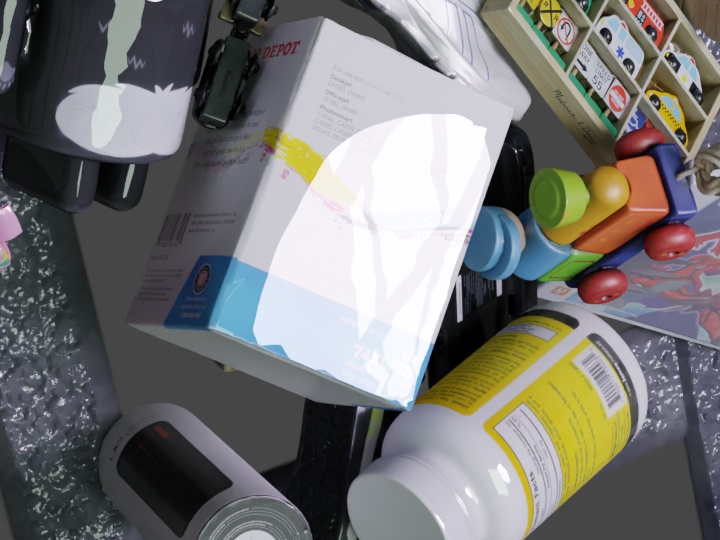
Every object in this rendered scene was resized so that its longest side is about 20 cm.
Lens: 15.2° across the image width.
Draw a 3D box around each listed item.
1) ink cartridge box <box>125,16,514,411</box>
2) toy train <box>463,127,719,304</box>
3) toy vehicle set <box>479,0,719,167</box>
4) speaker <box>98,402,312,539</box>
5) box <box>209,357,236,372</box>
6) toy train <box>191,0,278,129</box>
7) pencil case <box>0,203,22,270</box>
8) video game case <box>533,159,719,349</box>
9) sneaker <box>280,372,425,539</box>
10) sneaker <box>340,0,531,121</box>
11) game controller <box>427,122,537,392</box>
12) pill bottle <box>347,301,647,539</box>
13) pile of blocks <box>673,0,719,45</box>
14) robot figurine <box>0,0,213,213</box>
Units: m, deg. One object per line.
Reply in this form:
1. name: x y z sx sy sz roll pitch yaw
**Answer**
1. ink cartridge box: -0.026 -0.034 1.656 0.145 0.147 0.201 23 81 -23
2. toy train: 0.158 -0.049 1.696 0.115 0.200 0.085 -2 67 -37
3. toy vehicle set: 0.166 -0.147 1.787 0.200 0.026 0.125 49 55 -31
4. speaker: -0.100 0.148 1.686 0.081 0.200 0.082 -6 106 -21
5. box: 0.000 0.000 1.784 0.199 0.032 0.122 -4 109 -27
6. toy train: -0.063 -0.178 1.652 0.034 0.046 0.201 21 74 -12
7. pencil case: -0.303 0.001 1.600 0.199 0.087 0.088 -28 118 -15
8. video game case: 0.245 -0.004 1.839 0.199 0.182 0.023 15 58 -30
9. sneaker: 0.001 0.136 1.762 0.083 0.072 0.201 18 87 -44
10. sneaker: 0.053 -0.172 1.729 0.087 0.074 0.200 -51 123 -10
11. game controller: 0.079 0.003 1.799 0.104 0.042 0.201 -25 124 -35
12. pill bottle: 0.086 0.114 1.728 0.200 0.112 0.113 -37 122 -37
13. pile of blocks: 0.235 -0.250 1.786 0.062 0.082 0.201 -31 120 -21
14. robot figurine: -0.157 -0.139 1.605 0.124 0.150 0.201 12 104 -1
